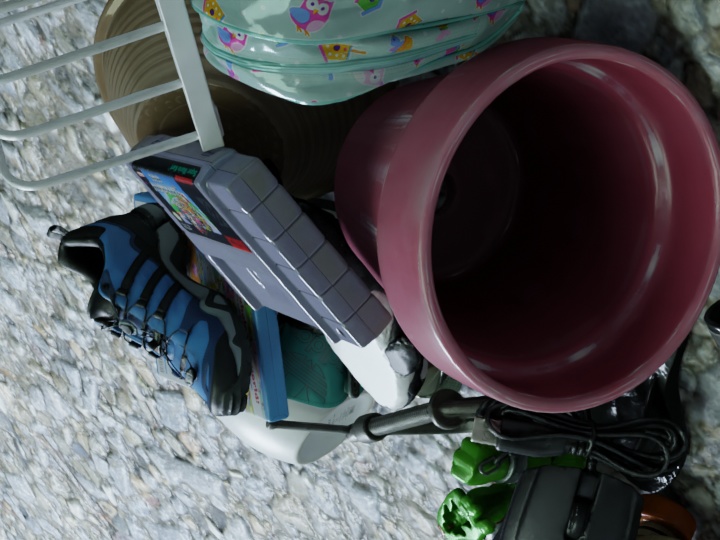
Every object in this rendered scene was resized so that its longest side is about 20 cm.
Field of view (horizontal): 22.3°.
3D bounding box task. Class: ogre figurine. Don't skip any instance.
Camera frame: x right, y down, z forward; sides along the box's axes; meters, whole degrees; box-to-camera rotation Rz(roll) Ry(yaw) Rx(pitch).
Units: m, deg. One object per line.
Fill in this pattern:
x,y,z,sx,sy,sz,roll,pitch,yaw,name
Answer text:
0.116,0.178,1.292,0.098,0.120,0.200,17,129,54,ogre figurine

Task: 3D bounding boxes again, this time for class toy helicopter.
0.249,0.248,1.287,0.132,0.079,0.200,16,150,29,toy helicopter

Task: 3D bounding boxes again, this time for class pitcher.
-0.083,0.041,1.395,0.200,0.121,0.172,47,161,20,pitcher

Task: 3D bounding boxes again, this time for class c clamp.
0.053,0.105,1.276,0.200,0.171,0.027,-21,69,59,c clamp

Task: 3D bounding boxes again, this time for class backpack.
0.005,-0.167,0.936,0.167,0.200,0.127,17,120,37,backpack

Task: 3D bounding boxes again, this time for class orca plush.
0.000,0.000,1.168,0.105,0.071,0.200,4,137,55,orca plush

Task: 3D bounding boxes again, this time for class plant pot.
-0.084,-0.106,1.169,0.200,0.093,0.201,9,133,10,plant pot
0.078,-0.037,1.043,0.179,0.200,0.200,24,146,61,plant pot

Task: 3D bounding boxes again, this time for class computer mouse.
0.126,0.178,1.185,0.138,0.053,0.200,9,122,-2,computer mouse

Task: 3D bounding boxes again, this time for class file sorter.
-0.161,-0.158,0.947,0.200,0.124,0.139,80,171,-56,file sorter

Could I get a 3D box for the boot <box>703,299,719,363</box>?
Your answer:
0.284,0.090,1.039,0.200,0.070,0.132,15,133,37,boot

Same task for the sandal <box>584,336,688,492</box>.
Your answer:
0.171,0.080,1.186,0.075,0.048,0.201,28,146,30,sandal

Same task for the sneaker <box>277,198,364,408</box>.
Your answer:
-0.027,0.031,1.259,0.083,0.121,0.200,16,164,5,sneaker

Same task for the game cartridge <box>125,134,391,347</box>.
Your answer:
-0.068,-0.021,1.068,0.130,0.038,0.200,46,169,-22,game cartridge

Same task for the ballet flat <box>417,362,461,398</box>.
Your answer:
0.040,0.046,1.290,0.069,0.071,0.200,31,148,15,ballet flat

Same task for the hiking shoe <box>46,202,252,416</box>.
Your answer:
-0.142,0.035,1.253,0.200,0.087,0.075,51,143,41,hiking shoe

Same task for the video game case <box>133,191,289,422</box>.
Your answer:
-0.109,0.021,1.301,0.200,0.018,0.143,13,112,61,video game case
